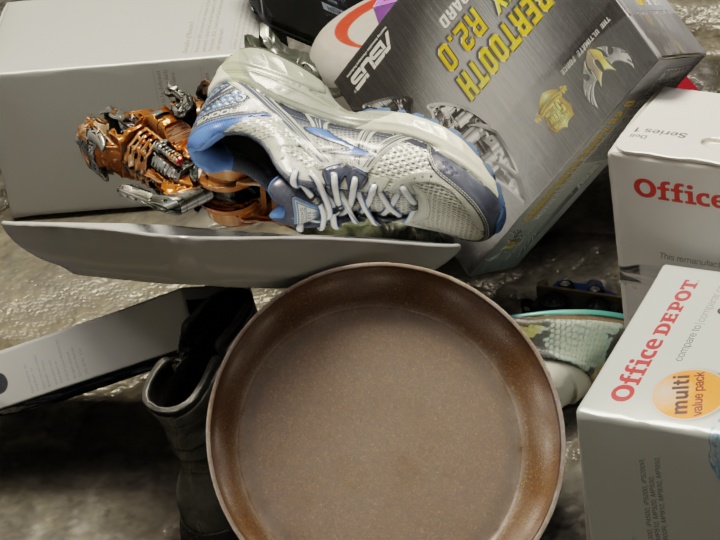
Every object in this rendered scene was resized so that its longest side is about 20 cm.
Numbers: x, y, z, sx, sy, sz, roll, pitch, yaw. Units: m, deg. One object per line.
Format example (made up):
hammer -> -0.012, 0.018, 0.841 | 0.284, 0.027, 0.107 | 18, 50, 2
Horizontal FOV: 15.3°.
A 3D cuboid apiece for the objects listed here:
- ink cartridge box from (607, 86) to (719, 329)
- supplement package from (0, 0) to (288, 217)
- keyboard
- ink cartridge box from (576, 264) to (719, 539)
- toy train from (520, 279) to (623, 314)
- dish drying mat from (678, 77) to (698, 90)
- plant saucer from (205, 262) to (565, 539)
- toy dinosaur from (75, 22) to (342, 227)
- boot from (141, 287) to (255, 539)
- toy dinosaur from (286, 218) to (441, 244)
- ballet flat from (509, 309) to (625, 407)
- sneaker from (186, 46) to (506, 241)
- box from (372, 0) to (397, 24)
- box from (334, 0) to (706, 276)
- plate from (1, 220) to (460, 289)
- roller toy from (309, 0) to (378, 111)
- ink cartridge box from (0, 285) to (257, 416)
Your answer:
ink cartridge box -> 0.226, 0.006, 1.500 | 0.146, 0.200, 0.084 | 10, 36, 26
supplement package -> -0.151, -0.121, 1.869 | 0.200, 0.117, 0.117 | -4, 33, 7
keyboard -> -0.030, -0.200, 1.890 | 0.021, 0.200, 0.127 | -29, 65, 26
ink cartridge box -> 0.231, 0.103, 1.403 | 0.200, 0.145, 0.145 | 7, 36, 25
toy train -> 0.194, 0.030, 1.626 | 0.200, 0.034, 0.046 | 8, 33, 24
dish drying mat -> 0.196, -0.104, 1.716 | 0.018, 0.200, 0.077 | -38, 10, 33
plant saucer -> 0.013, 0.096, 1.480 | 0.200, 0.032, 0.200 | 2, 73, -8
toy dinosaur -> -0.073, -0.065, 1.653 | 0.200, 0.102, 0.136 | 33, 46, 8
boot -> -0.058, 0.062, 1.550 | 0.068, 0.131, 0.200 | 5, 35, 22
toy dinosaur -> 0.000, 0.000, 1.664 | 0.047, 0.088, 0.200 | -22, 20, -34
ballet flat -> 0.072, 0.058, 1.577 | 0.200, 0.069, 0.071 | 6, 58, -6
sneaker -> -0.012, -0.052, 1.561 | 0.200, 0.077, 0.085 | 23, 55, 18
box -> 0.098, -0.204, 1.732 | 0.137, 0.039, 0.200 | -11, 22, 20
box -> 0.089, -0.119, 1.580 | 0.048, 0.200, 0.158 | -9, 59, -46
plate -> -0.078, -0.008, 1.556 | 0.200, 0.032, 0.200 | 2, 2, -37
roller toy -> 0.066, -0.107, 1.770 | 0.182, 0.140, 0.200 | -11, 23, 7
ink cartridge box -> -0.168, 0.053, 1.608 | 0.200, 0.039, 0.099 | -17, -4, 22
